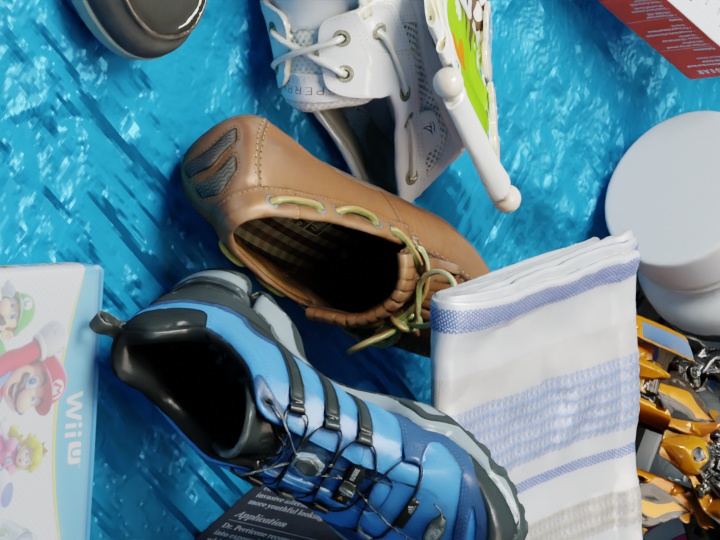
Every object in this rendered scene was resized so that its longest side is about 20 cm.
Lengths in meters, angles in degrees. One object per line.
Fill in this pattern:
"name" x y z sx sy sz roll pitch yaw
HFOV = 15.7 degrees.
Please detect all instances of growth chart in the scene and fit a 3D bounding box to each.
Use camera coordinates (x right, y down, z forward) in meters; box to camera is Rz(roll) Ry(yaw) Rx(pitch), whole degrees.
"growth chart" 0.046 -0.137 1.215 0.145 0.018 0.201 46 37 -67

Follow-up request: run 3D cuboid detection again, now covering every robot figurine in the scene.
"robot figurine" 0.150 0.093 1.359 0.200 0.058 0.145 21 77 -18

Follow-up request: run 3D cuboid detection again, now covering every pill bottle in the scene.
"pill bottle" 0.222 0.001 1.446 0.200 0.113 0.113 41 66 -46

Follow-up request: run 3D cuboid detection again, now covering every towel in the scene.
"towel" 0.085 0.090 1.204 0.147 0.024 0.201 -16 109 -47

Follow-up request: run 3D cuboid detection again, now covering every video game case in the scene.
"video game case" -0.184 0.071 1.051 0.200 0.018 0.144 -4 99 -50

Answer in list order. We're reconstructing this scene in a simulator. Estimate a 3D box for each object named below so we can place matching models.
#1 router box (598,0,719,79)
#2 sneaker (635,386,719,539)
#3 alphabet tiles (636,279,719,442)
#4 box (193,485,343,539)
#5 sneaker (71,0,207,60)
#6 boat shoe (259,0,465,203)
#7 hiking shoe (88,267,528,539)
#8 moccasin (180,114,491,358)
"router box" 0.167 -0.230 1.353 0.179 0.049 0.200 37 69 -32
"sneaker" 0.201 0.165 1.436 0.084 0.121 0.201 8 91 -50
"alphabet tiles" 0.131 0.087 1.436 0.200 0.008 0.168 42 66 -46
"box" -0.003 0.176 1.217 0.200 0.107 0.149 -39 124 -38
"sneaker" -0.070 -0.183 1.068 0.075 0.106 0.201 -16 109 -47
"boat shoe" -0.008 -0.100 1.186 0.069 0.071 0.200 -58 137 -25
"hiking shoe" -0.023 0.079 1.113 0.087 0.200 0.075 -24 143 -61
"moccasin" 0.001 -0.001 1.197 0.201 0.074 0.078 39 24 -47
